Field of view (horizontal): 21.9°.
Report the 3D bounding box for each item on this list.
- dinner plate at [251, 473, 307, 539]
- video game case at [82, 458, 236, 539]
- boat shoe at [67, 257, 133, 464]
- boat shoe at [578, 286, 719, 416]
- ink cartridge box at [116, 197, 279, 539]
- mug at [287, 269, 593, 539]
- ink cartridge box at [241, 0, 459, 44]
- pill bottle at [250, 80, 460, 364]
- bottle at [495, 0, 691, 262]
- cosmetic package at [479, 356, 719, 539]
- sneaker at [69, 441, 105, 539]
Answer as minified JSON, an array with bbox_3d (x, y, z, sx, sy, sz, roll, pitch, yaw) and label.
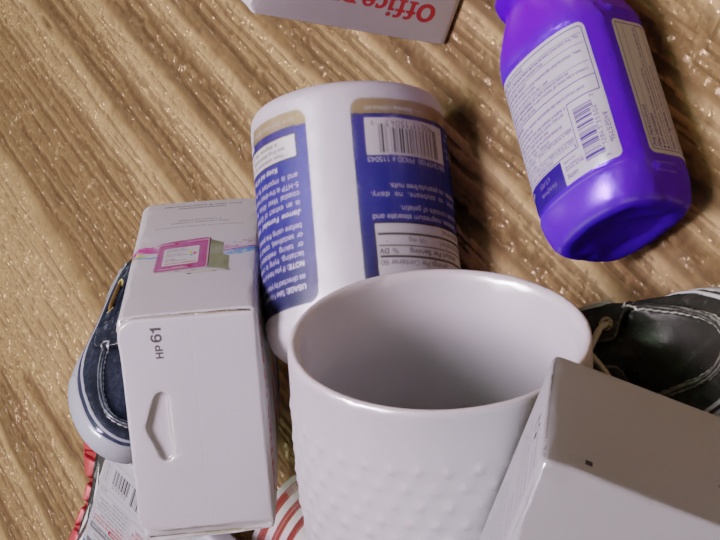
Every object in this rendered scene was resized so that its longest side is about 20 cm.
[{"bbox_3d":[-0.017,0.224,1.185,0.200,0.024,0.201,-8,80,54],"label":"dinner plate"},{"bbox_3d":[-0.130,0.244,1.269,0.200,0.022,0.183,37,119,36],"label":"video game case"},{"bbox_3d":[-0.150,0.039,1.311,0.091,0.071,0.201,-54,20,34],"label":"boat shoe"},{"bbox_3d":[0.129,0.052,0.962,0.200,0.063,0.071,-20,69,52],"label":"boat shoe"},{"bbox_3d":[-0.096,0.056,1.163,0.200,0.084,0.145,-91,-3,-69],"label":"ink cartridge box"},{"bbox_3d":[0.066,0.112,0.919,0.199,0.148,0.176,6,118,18],"label":"mug"},{"bbox_3d":[-0.009,-0.261,1.128,0.145,0.147,0.201,45,121,48],"label":"ink cartridge box"},{"bbox_3d":[0.000,0.000,1.106,0.120,0.119,0.201,-23,66,51],"label":"pill bottle"},{"bbox_3d":[0.116,-0.107,1.001,0.083,0.065,0.201,-40,54,44],"label":"bottle"},{"bbox_3d":[0.137,0.176,0.797,0.123,0.198,0.201,-65,-4,-71],"label":"cosmetic package"},{"bbox_3d":[-0.165,0.186,1.359,0.098,0.071,0.202,8,91,57],"label":"sneaker"}]
